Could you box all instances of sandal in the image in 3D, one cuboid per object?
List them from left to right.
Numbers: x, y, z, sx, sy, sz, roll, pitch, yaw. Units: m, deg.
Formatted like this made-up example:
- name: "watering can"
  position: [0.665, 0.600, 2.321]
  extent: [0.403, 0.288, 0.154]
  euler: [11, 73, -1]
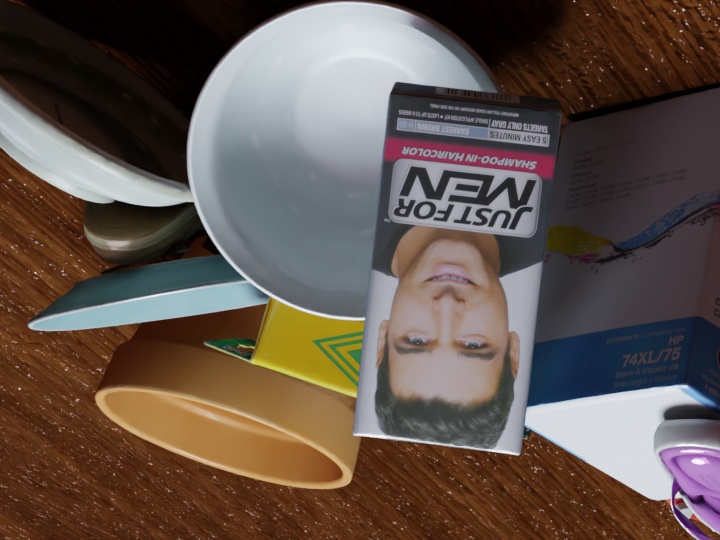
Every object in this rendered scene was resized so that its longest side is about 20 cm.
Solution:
- name: "sandal"
  position: [0.221, 0.144, 1.543]
  extent: [0.082, 0.050, 0.203]
  euler: [-2, 153, 33]

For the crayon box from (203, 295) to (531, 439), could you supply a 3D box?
- name: "crayon box"
  position: [0.013, 0.056, 1.651]
  extent: [0.200, 0.051, 0.127]
  euler: [17, -178, 10]

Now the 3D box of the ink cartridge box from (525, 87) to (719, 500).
- name: "ink cartridge box"
  position: [0.203, 0.015, 1.580]
  extent: [0.147, 0.200, 0.146]
  euler: [30, 152, -36]

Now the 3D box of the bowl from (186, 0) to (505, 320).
- name: "bowl"
  position: [-0.002, -0.079, 1.570]
  extent: [0.201, 0.201, 0.090]
  euler: [15, -157, -3]

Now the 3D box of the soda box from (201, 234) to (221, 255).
- name: "soda box"
  position: [0.000, 0.000, 1.745]
  extent: [0.200, 0.064, 0.068]
  euler: [32, 127, 2]

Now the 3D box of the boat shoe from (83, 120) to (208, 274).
- name: "boat shoe"
  position: [-0.126, -0.040, 1.678]
  extent: [0.073, 0.200, 0.063]
  euler: [10, 113, 12]

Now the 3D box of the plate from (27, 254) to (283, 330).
- name: "plate"
  position: [-0.114, 0.011, 1.660]
  extent: [0.200, 0.026, 0.200]
  euler: [-10, 175, -1]

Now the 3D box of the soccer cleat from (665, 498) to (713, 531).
- name: "soccer cleat"
  position: [0.250, 0.135, 1.731]
  extent: [0.200, 0.085, 0.069]
  euler: [33, 114, -33]

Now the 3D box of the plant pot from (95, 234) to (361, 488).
- name: "plant pot"
  position: [-0.082, 0.063, 1.936]
  extent: [0.200, 0.140, 0.200]
  euler: [16, 164, 5]

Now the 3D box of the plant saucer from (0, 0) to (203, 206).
- name: "plant saucer"
  position: [-0.179, -0.092, 1.594]
  extent: [0.200, 0.050, 0.200]
  euler: [34, -164, -11]

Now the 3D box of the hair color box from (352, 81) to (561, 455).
- name: "hair color box"
  position: [0.056, -0.002, 1.495]
  extent: [0.099, 0.201, 0.061]
  euler: [6, -169, 2]
